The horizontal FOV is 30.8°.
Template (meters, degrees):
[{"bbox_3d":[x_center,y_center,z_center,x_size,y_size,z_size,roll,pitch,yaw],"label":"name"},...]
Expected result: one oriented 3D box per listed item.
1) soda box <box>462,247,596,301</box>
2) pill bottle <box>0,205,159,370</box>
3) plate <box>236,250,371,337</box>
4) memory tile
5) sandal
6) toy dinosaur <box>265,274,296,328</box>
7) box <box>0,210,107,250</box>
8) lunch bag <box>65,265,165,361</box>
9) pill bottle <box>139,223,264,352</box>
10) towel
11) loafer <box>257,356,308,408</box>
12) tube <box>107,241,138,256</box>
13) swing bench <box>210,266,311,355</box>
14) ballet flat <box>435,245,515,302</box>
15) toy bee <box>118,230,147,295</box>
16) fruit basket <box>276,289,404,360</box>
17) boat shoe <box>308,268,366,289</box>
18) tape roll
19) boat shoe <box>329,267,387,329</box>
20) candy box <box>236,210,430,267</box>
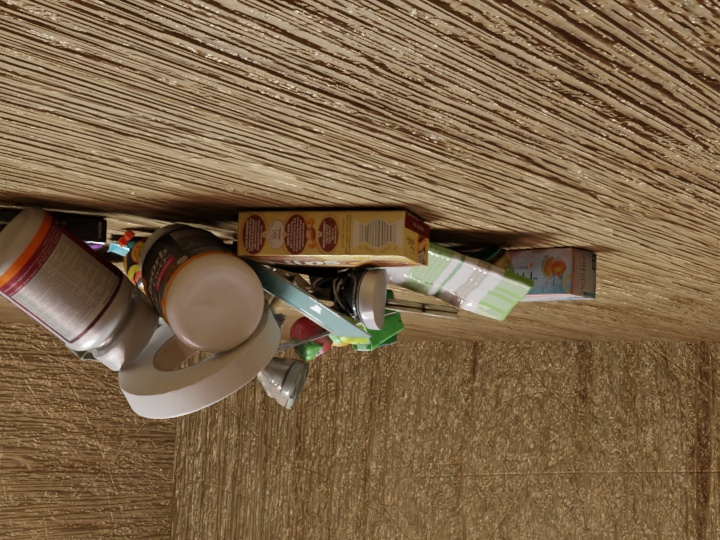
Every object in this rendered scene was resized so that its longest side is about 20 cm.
[{"bbox_3d":[0.218,0.008,1.766,0.199,0.064,0.068,-2,172,41],"label":"soda box"},{"bbox_3d":[-0.340,0.024,1.542,0.200,0.110,0.109,41,156,-24],"label":"pill bottle"},{"bbox_3d":[-0.075,0.038,1.625,0.199,0.026,0.200,33,176,3],"label":"plate"},{"bbox_3d":[0.026,0.042,1.761,0.198,0.017,0.153,8,179,-7],"label":"memory tile"},{"bbox_3d":[-0.102,-0.027,1.692,0.075,0.048,0.200,12,-177,-41],"label":"sandal"},{"bbox_3d":[-0.166,0.027,1.719,0.135,0.201,0.086,30,123,-12],"label":"toy dinosaur"},{"bbox_3d":[-0.409,-0.044,1.670,0.142,0.036,0.200,4,175,-20],"label":"box"},{"bbox_3d":[-0.390,0.061,2.000,0.164,0.118,0.200,37,-168,27],"label":"lunch bag"},{"bbox_3d":[-0.194,0.014,1.544,0.115,0.117,0.200,5,-167,-24],"label":"pill bottle"},{"bbox_3d":[0.106,0.010,1.649,0.198,0.031,0.149,19,162,-3],"label":"towel"},{"bbox_3d":[-0.114,0.152,1.882,0.062,0.072,0.200,24,170,3],"label":"loafer"},{"bbox_3d":[-0.251,-0.018,1.820,0.198,0.051,0.077,9,165,-13],"label":"tube"},{"bbox_3d":[-0.175,0.059,1.978,0.199,0.130,0.199,-35,175,-6],"label":"swing bench"},{"bbox_3d":[0.130,0.011,1.755,0.070,0.071,0.199,8,170,-39],"label":"ballet flat"},{"bbox_3d":[-0.261,-0.012,1.714,0.130,0.109,0.200,-34,173,21],"label":"toy bee"},{"bbox_3d":[-0.041,0.094,1.909,0.199,0.094,0.185,-25,-178,-13],"label":"fruit basket"},{"bbox_3d":[0.000,0.000,1.799,0.066,0.058,0.199,8,172,-40],"label":"boat shoe"},{"bbox_3d":[-0.191,0.100,1.553,0.201,0.037,0.203,-20,-156,9],"label":"tape roll"},{"bbox_3d":[-0.004,0.028,1.565,0.067,0.072,0.200,1,-173,3],"label":"boat shoe"},{"bbox_3d":[-0.030,-0.035,1.500,0.198,0.056,0.115,1,174,17],"label":"candy box"}]
